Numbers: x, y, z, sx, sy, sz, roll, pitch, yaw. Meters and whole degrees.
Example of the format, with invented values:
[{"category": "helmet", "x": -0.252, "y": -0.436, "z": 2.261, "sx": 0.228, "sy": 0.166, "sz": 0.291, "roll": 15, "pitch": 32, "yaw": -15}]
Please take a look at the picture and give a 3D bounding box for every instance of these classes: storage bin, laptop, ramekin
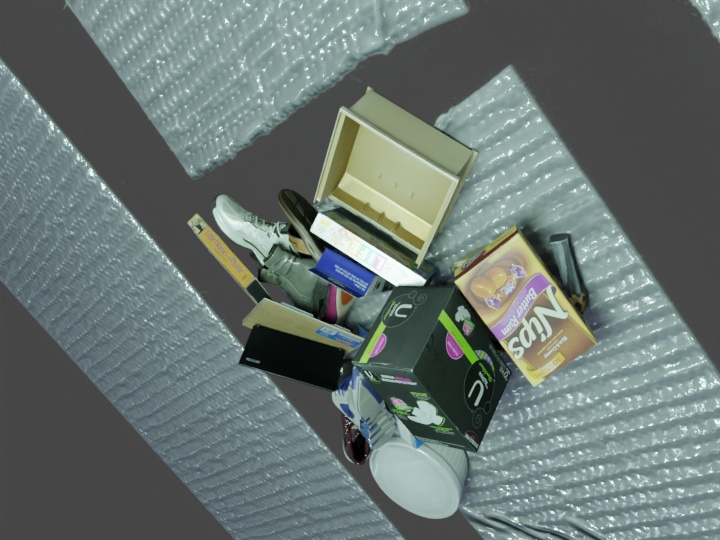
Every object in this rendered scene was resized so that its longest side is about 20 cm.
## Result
[{"category": "storage bin", "x": 0.047, "y": -0.135, "z": 1.177, "sx": 0.197, "sy": 0.094, "sz": 0.201, "roll": 31, "pitch": 136, "yaw": 9}, {"category": "laptop", "x": -0.124, "y": 0.174, "z": 1.400, "sx": 0.173, "sy": 0.106, "sz": 0.201, "roll": 16, "pitch": 155, "yaw": -2}, {"category": "ramekin", "x": 0.122, "y": 0.384, "z": 1.540, "sx": 0.198, "sy": 0.095, "sz": 0.206, "roll": 19, "pitch": 133, "yaw": 21}]

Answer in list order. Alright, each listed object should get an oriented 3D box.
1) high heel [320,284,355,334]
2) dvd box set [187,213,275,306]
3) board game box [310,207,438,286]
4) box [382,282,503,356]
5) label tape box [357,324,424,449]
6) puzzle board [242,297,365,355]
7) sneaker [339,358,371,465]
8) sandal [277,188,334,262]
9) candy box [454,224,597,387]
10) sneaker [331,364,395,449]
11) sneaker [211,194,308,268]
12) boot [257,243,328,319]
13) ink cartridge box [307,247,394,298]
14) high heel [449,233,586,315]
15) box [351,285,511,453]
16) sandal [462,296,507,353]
[{"category": "high heel", "x": -0.055, "y": 0.056, "z": 1.427, "sx": 0.095, "sy": 0.067, "sz": 0.204, "roll": 27, "pitch": 131, "yaw": 33}, {"category": "dvd box set", "x": -0.229, "y": -0.003, "z": 1.426, "sx": 0.200, "sy": 0.029, "sz": 0.147, "roll": 44, "pitch": 170, "yaw": 31}, {"category": "board game box", "x": 0.026, "y": -0.033, "z": 1.247, "sx": 0.197, "sy": 0.134, "sz": 0.035, "roll": 33, "pitch": 104, "yaw": 9}, {"category": "box", "x": 0.145, "y": 0.085, "z": 1.309, "sx": 0.196, "sy": 0.060, "sz": 0.118, "roll": -10, "pitch": 118, "yaw": 39}, {"category": "label tape box", "x": 0.047, "y": 0.211, "z": 1.419, "sx": 0.198, "sy": 0.063, "sz": 0.147, "roll": 32, "pitch": 145, "yaw": 41}, {"category": "puzzle board", "x": -0.103, "y": 0.106, "z": 1.392, "sx": 0.196, "sy": 0.018, "sz": 0.150, "roll": 23, "pitch": 153, "yaw": -16}, {"category": "sneaker", "x": -0.007, "y": 0.273, "z": 1.483, "sx": 0.073, "sy": 0.116, "sz": 0.206, "roll": -10, "pitch": 89, "yaw": -4}, {"category": "sandal", "x": -0.086, "y": -0.048, "z": 1.320, "sx": 0.054, "sy": 0.082, "sz": 0.202, "roll": -35, "pitch": 88, "yaw": 24}, {"category": "candy box", "x": 0.238, "y": 0.052, "z": 1.123, "sx": 0.116, "sy": 0.057, "sz": 0.201, "roll": -36, "pitch": 100, "yaw": 16}, {"category": "sneaker", "x": -0.006, "y": 0.215, "z": 1.353, "sx": 0.114, "sy": 0.080, "sz": 0.203, "roll": 32, "pitch": 145, "yaw": 36}, {"category": "sneaker", "x": -0.169, "y": -0.081, "z": 1.397, "sx": 0.200, "sy": 0.076, "sz": 0.115, "roll": 44, "pitch": 130, "yaw": -16}, {"category": "boot", "x": -0.126, "y": 0.030, "z": 1.410, "sx": 0.127, "sy": 0.069, "sz": 0.202, "roll": 20, "pitch": 140, "yaw": -1}, {"category": "ink cartridge box", "x": 0.000, "y": 0.000, "z": 1.248, "sx": 0.098, "sy": 0.199, "sz": 0.040, "roll": 29, "pitch": 104, "yaw": 17}, {"category": "high heel", "x": 0.240, "y": 0.030, "z": 1.187, "sx": 0.195, "sy": 0.072, "sz": 0.146, "roll": -9, "pitch": 112, "yaw": 29}, {"category": "box", "x": 0.110, "y": 0.143, "z": 1.146, "sx": 0.122, "sy": 0.150, "sz": 0.201, "roll": 1, "pitch": 139, "yaw": 44}, {"category": "sandal", "x": 0.237, "y": 0.094, "z": 1.195, "sx": 0.196, "sy": 0.055, "sz": 0.083, "roll": 23, "pitch": 105, "yaw": -15}]
